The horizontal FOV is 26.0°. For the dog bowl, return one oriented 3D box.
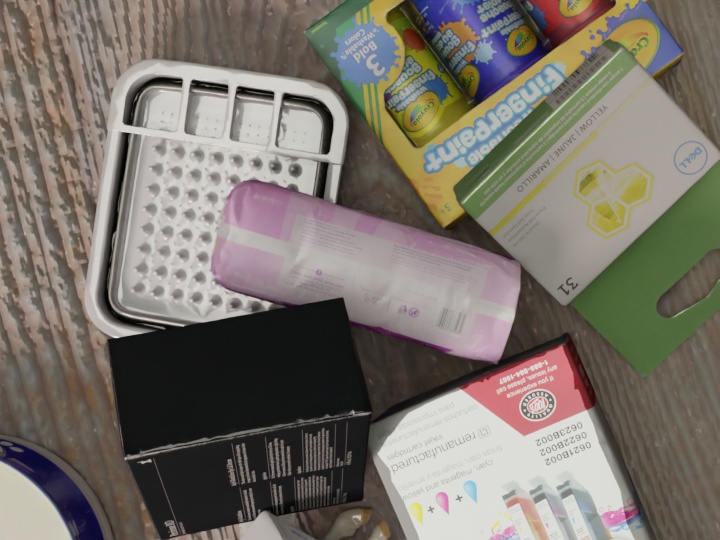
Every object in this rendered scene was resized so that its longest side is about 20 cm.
[{"bbox_3d":[-0.281,0.219,1.115,0.200,0.079,0.200,0,89,8],"label":"dog bowl"}]

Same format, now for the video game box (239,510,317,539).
[{"bbox_3d":[-0.053,0.282,1.049,0.182,0.047,0.200,33,97,-35],"label":"video game box"}]

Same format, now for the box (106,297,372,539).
[{"bbox_3d":[-0.071,0.096,0.959,0.141,0.200,0.079,-12,68,-7],"label":"box"}]

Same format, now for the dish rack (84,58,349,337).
[{"bbox_3d":[-0.100,-0.042,1.110,0.172,0.044,0.200,9,91,7],"label":"dish rack"}]

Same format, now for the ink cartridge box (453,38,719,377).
[{"bbox_3d":[0.180,-0.032,1.030,0.146,0.048,0.200,-44,106,8],"label":"ink cartridge box"}]

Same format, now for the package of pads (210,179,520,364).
[{"bbox_3d":[0.000,0.000,1.022,0.200,0.121,0.076,16,91,-5],"label":"package of pads"}]

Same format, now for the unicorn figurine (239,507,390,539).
[{"bbox_3d":[-0.063,0.144,1.084,0.137,0.074,0.200,-12,67,-14],"label":"unicorn figurine"}]

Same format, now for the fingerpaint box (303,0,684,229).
[{"bbox_3d":[0.091,-0.152,1.068,0.200,0.073,0.167,-35,86,6],"label":"fingerpaint box"}]

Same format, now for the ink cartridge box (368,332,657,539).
[{"bbox_3d":[0.110,0.162,1.029,0.145,0.145,0.200,-24,87,7],"label":"ink cartridge box"}]
